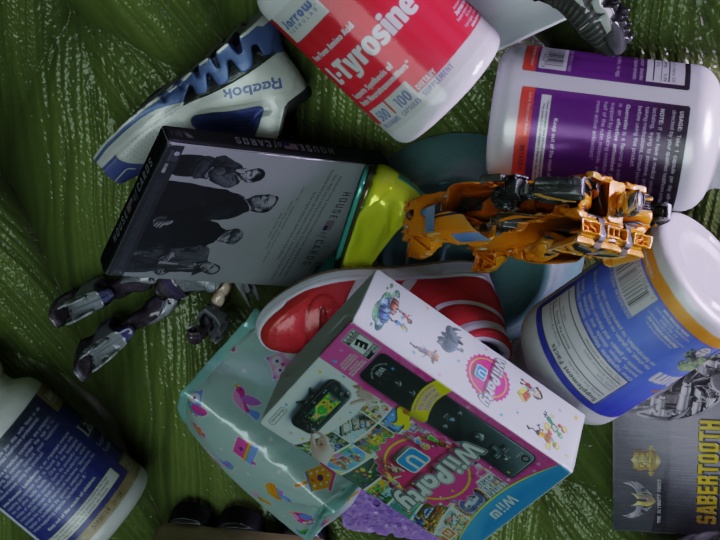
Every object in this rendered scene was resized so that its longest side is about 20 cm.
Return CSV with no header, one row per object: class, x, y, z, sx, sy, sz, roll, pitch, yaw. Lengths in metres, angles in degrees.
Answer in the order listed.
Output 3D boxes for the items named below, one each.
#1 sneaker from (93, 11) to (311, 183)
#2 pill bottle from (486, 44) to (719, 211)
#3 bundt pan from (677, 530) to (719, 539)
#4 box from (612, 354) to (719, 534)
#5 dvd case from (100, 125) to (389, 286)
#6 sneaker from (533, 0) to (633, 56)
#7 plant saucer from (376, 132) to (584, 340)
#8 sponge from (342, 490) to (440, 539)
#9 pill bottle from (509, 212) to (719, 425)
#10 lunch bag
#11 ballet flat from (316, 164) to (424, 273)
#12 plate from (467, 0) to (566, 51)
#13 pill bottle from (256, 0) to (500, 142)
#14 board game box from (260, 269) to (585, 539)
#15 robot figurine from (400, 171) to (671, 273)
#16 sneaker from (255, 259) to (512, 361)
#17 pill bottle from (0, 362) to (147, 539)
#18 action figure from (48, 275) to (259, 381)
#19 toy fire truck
sneaker,-0.117,-0.112,1.202,0.199,0.081,0.115,-33,104,23
pill bottle,0.200,-0.107,1.118,0.199,0.113,0.113,8,118,8
bundt pan,0.349,0.269,1.256,0.201,0.076,0.202,5,160,2
box,0.296,0.134,1.257,0.158,0.048,0.201,1,117,11
dvd case,-0.093,-0.047,1.188,0.199,0.025,0.151,3,136,-33
sneaker,0.119,-0.231,1.067,0.090,0.067,0.200,-32,103,27
plant saucer,0.088,-0.016,1.233,0.199,0.036,0.201,5,118,10
sponge,0.031,0.155,1.329,0.111,0.030,0.201,4,119,18
pill bottle,0.198,0.052,1.149,0.112,0.112,0.200,43,124,-11
lunch bag,-0.068,0.143,1.274,0.170,0.122,0.200,39,160,5
ballet flat,0.000,0.000,1.212,0.067,0.067,0.200,21,127,-7
plate,0.062,-0.256,1.118,0.199,0.032,0.200,-24,109,22
pill bottle,-0.002,-0.199,1.079,0.200,0.112,0.112,42,117,-10
board game box,0.047,0.113,1.118,0.200,0.064,0.148,34,132,-10
robot figurine,0.131,-0.034,1.089,0.200,0.145,0.058,-4,78,52
sneaker,0.022,0.055,1.156,0.199,0.113,0.071,-10,133,-9
pill bottle,-0.308,0.173,1.368,0.200,0.116,0.116,42,117,-11
action figure,-0.176,0.017,1.289,0.200,0.069,0.130,-29,99,19
toy fire truck,-0.114,0.344,1.421,0.175,0.129,0.201,3,129,10
